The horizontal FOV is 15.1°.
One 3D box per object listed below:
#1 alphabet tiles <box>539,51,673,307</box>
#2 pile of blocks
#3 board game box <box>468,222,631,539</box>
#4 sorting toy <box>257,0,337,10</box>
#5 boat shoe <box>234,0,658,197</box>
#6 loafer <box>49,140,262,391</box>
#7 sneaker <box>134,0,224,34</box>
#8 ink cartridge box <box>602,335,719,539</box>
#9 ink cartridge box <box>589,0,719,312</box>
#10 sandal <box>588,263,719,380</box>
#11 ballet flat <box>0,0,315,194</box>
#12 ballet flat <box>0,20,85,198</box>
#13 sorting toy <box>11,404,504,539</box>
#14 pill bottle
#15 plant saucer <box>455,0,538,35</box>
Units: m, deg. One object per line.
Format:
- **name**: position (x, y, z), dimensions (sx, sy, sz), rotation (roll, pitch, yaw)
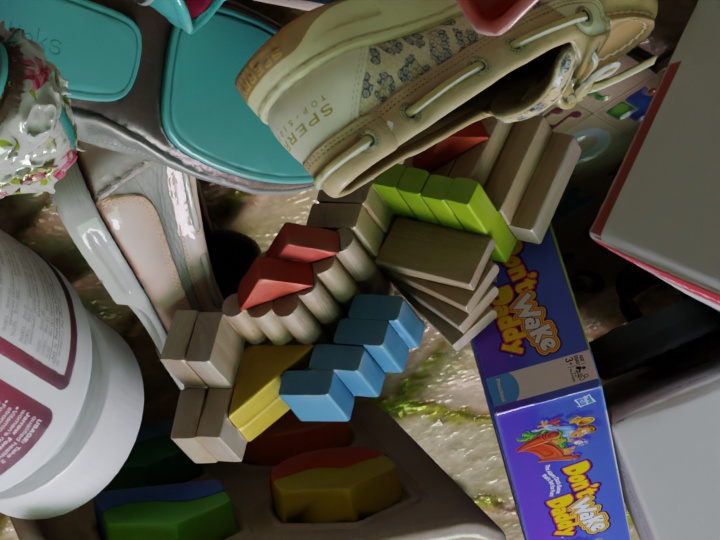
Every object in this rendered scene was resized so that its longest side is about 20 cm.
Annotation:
- **alphabet tiles**: position (0.102, -0.038, 1.194), dimensions (0.200, 0.006, 0.166), rotation (-33, 147, 26)
- **pile of blocks**: position (0.000, 0.000, 1.073), dimensions (0.200, 0.082, 0.062), rotation (-44, 142, -5)
- **board game box**: position (0.076, 0.052, 1.174), dimensions (0.045, 0.135, 0.200), rotation (-16, 145, 1)
- **sorting toy**: position (-0.014, -0.149, 0.921), dimensions (0.200, 0.037, 0.185), rotation (11, 141, -38)
- **boat shoe**: position (0.043, -0.072, 1.011), dimensions (0.200, 0.063, 0.073), rotation (-19, 160, -38)
- **loafer**: position (-0.067, 0.001, 1.120), dimensions (0.063, 0.072, 0.200), rotation (-27, 146, 4)
- **sneaker**: position (-0.097, -0.116, 0.848), dimensions (0.200, 0.121, 0.084), rotation (-36, -172, 29)
- **ink cartridge box**: position (0.165, 0.111, 1.192), dimensions (0.083, 0.146, 0.200), rotation (-22, 180, 2)
- **ink cartridge box**: position (0.202, -0.036, 1.102), dimensions (0.200, 0.084, 0.145), rotation (26, 89, -49)
- **sandal**: position (0.143, 0.010, 1.210), dimensions (0.075, 0.048, 0.200), rotation (-26, 175, 14)
- **ballet flat**: position (-0.089, -0.075, 0.995), dimensions (0.200, 0.068, 0.064), rotation (15, 175, -41)
- **ballet flat**: position (-0.180, -0.048, 0.909), dimensions (0.199, 0.076, 0.064), rotation (7, 161, 29)
- **sorting toy**: position (-0.055, 0.095, 1.201), dimensions (0.199, 0.185, 0.037), rotation (-6, 104, -14)
- **pill bottle**: position (-0.174, 0.027, 1.063), dimensions (0.109, 0.110, 0.200), rotation (-26, 149, 16)
- **plant saucer**: position (0.057, -0.199, 0.726), dimensions (0.037, 0.200, 0.200), rotation (-10, 155, -46)
